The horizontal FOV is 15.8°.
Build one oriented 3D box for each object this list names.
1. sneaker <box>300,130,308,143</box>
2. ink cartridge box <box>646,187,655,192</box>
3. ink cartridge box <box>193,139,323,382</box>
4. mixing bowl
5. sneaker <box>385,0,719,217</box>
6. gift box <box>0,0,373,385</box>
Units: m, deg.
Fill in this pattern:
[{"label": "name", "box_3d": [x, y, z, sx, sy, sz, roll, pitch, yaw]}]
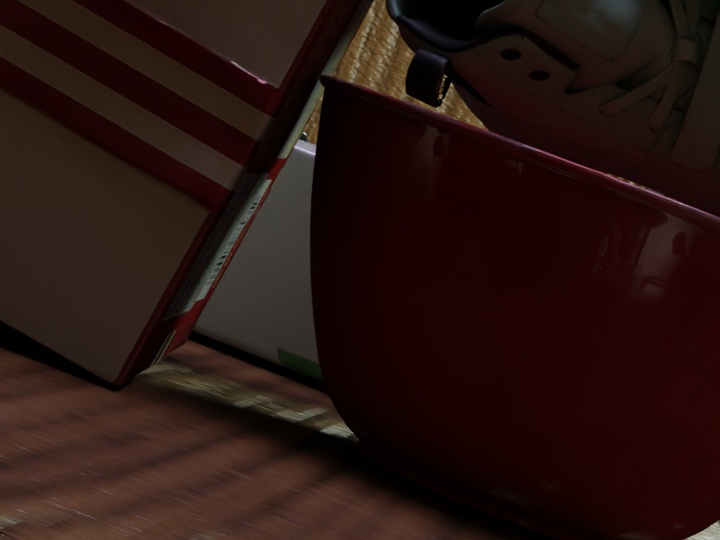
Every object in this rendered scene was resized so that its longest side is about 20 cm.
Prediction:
[{"label": "sneaker", "box_3d": [-0.047, -0.037, 1.253, 0.200, 0.104, 0.060, 19, 3, -41]}, {"label": "ink cartridge box", "box_3d": [0.137, -0.010, 1.086, 0.037, 0.200, 0.095, 21, 3, 21]}, {"label": "ink cartridge box", "box_3d": [0.000, 0.000, 1.072, 0.145, 0.084, 0.200, 21, 3, 8]}, {"label": "mixing bowl", "box_3d": [0.062, 0.022, 0.822, 0.200, 0.109, 0.200, 21, 3, -1]}, {"label": "sneaker", "box_3d": [0.101, -0.060, 0.799, 0.200, 0.074, 0.118, 11, -10, 30]}, {"label": "gift box", "box_3d": [-0.111, -0.075, 0.833, 0.187, 0.185, 0.200, 30, -1, 0]}]
